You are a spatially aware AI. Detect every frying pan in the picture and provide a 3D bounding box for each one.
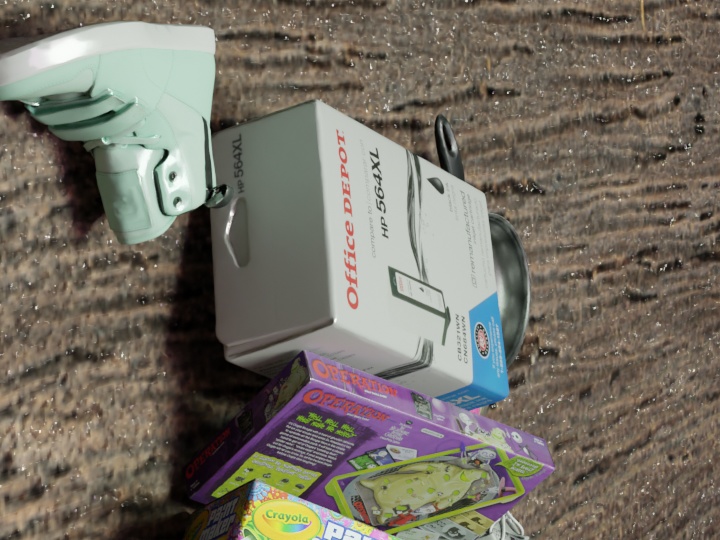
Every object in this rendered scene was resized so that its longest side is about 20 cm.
[{"bbox_3d":[0.066,-0.005,1.740,0.190,0.031,0.115,52,50,-42],"label":"frying pan"}]

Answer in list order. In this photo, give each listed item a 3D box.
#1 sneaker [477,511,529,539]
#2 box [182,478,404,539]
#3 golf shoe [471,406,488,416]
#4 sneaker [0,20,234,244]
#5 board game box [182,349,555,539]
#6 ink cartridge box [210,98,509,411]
[{"bbox_3d":[0.081,0.164,1.730,0.075,0.082,0.200,-19,109,-56],"label":"sneaker"},{"bbox_3d":[-0.018,0.251,1.455,0.200,0.122,0.193,24,68,-14],"label":"box"},{"bbox_3d":[0.035,0.098,1.652,0.092,0.073,0.200,26,66,-58],"label":"golf shoe"},{"bbox_3d":[-0.135,-0.072,1.368,0.200,0.074,0.118,-9,94,-60],"label":"sneaker"},{"bbox_3d":[0.007,0.119,1.531,0.200,0.120,0.032,23,39,-37],"label":"board game box"},{"bbox_3d":[0.000,0.000,1.546,0.200,0.084,0.146,25,54,-54],"label":"ink cartridge box"}]
